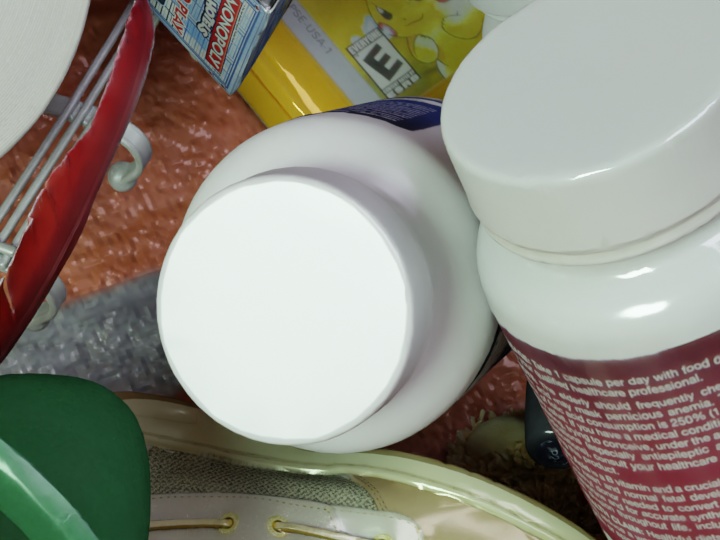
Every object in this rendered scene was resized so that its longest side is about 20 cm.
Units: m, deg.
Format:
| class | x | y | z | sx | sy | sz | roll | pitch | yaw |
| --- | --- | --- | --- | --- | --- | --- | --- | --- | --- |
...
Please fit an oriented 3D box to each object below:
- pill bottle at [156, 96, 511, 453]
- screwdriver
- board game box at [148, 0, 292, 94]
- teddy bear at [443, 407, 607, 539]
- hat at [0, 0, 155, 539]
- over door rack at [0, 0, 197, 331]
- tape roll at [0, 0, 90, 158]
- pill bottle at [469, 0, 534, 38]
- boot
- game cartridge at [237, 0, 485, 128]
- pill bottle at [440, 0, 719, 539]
| class | x | y | z | sx | sy | sz | roll | pitch | yaw |
| --- | --- | --- | --- | --- | --- | --- | --- | --- | --- |
| pill bottle | 0.000 | 0.000 | 0.737 | 0.111 | 0.111 | 0.200 | 50 | 15 | 4 |
| screwdriver | 0.082 | -0.001 | 0.853 | 0.029 | 0.028 | 0.201 | 40 | 37 | -28 |
| board game box | -0.046 | -0.176 | 0.792 | 0.199 | 0.062 | 0.201 | -23 | 75 | -25 |
| teddy bear | 0.097 | 0.137 | 0.810 | 0.144 | 0.067 | 0.201 | -19 | 69 | -34 |
| hat | -0.096 | 0.059 | 0.703 | 0.165 | 0.200 | 0.176 | 39 | 38 | 1 |
| over door rack | -0.167 | -0.075 | 0.791 | 0.199 | 0.067 | 0.148 | 25 | 59 | 5 |
| tape roll | -0.182 | -0.113 | 0.694 | 0.201 | 0.037 | 0.205 | 4 | 82 | -32 |
| pill bottle | 0.118 | -0.076 | 0.834 | 0.200 | 0.112 | 0.113 | 47 | 52 | -35 |
| boot | -0.022 | 0.136 | 0.729 | 0.198 | 0.072 | 0.156 | 13 | 62 | 7 |
| game cartridge | -0.002 | -0.140 | 0.905 | 0.176 | 0.032 | 0.200 | -37 | 86 | -32 |
| pill bottle | 0.104 | 0.013 | 0.673 | 0.115 | 0.113 | 0.201 | -56 | 135 | -32 |
